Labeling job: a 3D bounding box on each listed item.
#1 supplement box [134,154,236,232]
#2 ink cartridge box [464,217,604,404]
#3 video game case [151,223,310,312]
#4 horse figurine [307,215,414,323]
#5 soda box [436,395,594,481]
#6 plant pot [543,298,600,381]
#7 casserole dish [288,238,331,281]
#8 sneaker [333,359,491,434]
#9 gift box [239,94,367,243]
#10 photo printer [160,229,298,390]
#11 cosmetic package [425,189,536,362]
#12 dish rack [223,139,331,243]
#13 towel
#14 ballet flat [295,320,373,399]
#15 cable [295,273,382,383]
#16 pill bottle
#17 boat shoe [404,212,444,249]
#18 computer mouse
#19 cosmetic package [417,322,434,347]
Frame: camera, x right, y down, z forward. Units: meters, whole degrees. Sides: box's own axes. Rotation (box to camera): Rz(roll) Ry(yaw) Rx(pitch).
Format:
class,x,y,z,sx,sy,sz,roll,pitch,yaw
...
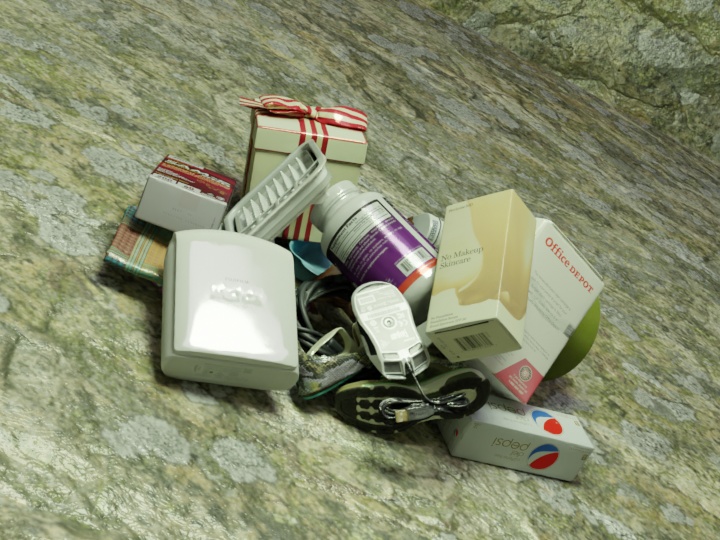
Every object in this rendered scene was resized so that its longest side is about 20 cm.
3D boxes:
class,x,y,z,sx,sy,sz,roll,pitch,yaw
supplement box,-0.230,-0.098,1.705,0.108,0.061,0.200,21,11,-7
ink cartridge box,0.207,0.049,1.666,0.146,0.201,0.083,43,-15,-30
video game case,-0.191,0.010,1.683,0.200,0.036,0.181,42,29,26
horse figurine,0.000,0.000,1.779,0.132,0.201,0.050,28,-12,-7
soda box,0.205,0.217,1.674,0.199,0.064,0.068,15,28,-26
plant pot,0.212,0.046,1.808,0.199,0.187,0.187,23,21,-48
casserole dish,-0.041,-0.013,1.884,0.121,0.039,0.200,32,24,8
sneaker,0.059,0.147,1.601,0.198,0.077,0.089,-4,31,-15
gift box,-0.096,-0.164,1.886,0.183,0.188,0.200,6,22,-15
photo printer,-0.157,0.040,1.531,0.165,0.070,0.201,10,51,-18
cosmetic package,0.151,0.006,1.570,0.071,0.105,0.201,47,40,-39
dish rack,-0.105,-0.092,1.696,0.044,0.172,0.200,45,5,-18
towel,-0.220,-0.013,1.631,0.199,0.022,0.147,23,27,-10
ballet flat,-0.003,0.099,1.597,0.199,0.072,0.072,-20,51,-38
cable,-0.016,0.080,1.683,0.199,0.051,0.164,-1,64,-37
pill bottle,0.026,-0.024,1.666,0.200,0.113,0.112,46,29,20
boat shoe,0.088,-0.052,1.973,0.065,0.073,0.200,19,-14,-22
computer mouse,0.047,0.101,1.550,0.109,0.044,0.201,-14,57,-16
cosmetic package,0.068,0.019,1.867,0.200,0.051,0.082,54,25,16
